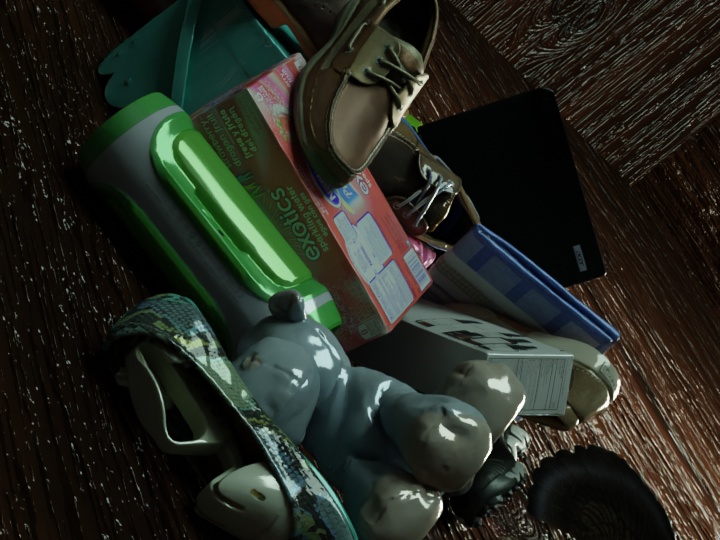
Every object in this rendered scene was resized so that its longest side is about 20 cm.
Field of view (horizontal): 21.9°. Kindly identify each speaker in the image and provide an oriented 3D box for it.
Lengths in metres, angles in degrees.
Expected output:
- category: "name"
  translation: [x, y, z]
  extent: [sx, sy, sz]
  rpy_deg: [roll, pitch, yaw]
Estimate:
- category: "speaker"
  translation: [-0.102, -0.020, 1.249]
  extent: [0.200, 0.088, 0.088]
  rpy_deg: [51, 13, 5]

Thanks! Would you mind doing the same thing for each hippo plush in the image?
- category: "hippo plush"
  translation: [-0.003, 0.078, 1.138]
  extent: [0.161, 0.159, 0.200]
  rpy_deg: [39, 32, 2]

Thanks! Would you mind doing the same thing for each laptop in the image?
- category: "laptop"
  translation: [0.088, -0.061, 1.612]
  extent: [0.200, 0.103, 0.177]
  rpy_deg: [7, -60, 53]

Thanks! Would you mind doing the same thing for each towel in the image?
- category: "towel"
  translation: [0.109, 0.044, 1.483]
  extent: [0.147, 0.024, 0.200]
  rpy_deg: [39, -30, -2]

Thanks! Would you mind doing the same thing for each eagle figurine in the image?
- category: "eagle figurine"
  translation: [0.206, 0.243, 1.454]
  extent: [0.151, 0.152, 0.200]
  rpy_deg: [25, 26, -15]

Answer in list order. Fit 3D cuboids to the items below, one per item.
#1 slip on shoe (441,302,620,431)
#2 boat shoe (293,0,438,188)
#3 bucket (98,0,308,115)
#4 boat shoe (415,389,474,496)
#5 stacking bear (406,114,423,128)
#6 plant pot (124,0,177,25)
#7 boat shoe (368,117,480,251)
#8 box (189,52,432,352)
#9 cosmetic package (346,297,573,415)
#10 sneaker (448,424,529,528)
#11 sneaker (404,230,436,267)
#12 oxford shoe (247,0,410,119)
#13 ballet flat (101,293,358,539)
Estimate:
- category: "slip on shoe"
  translation: [0.108, 0.079, 1.442]
  extent: [0.200, 0.061, 0.076]
  rpy_deg: [17, -36, 42]
- category: "boat shoe"
  translation: [0.008, -0.141, 1.325]
  extent: [0.076, 0.072, 0.200]
  rpy_deg: [46, 40, -29]
- category: "bucket"
  translation: [-0.095, -0.140, 1.481]
  extent: [0.207, 0.135, 0.207]
  rpy_deg: [46, 14, -15]
- category: "boat shoe"
  translation: [0.043, 0.117, 1.395]
  extent: [0.200, 0.073, 0.065]
  rpy_deg: [-129, -141, -77]
- category: "stacking bear"
  translation: [0.041, -0.090, 1.699]
  extent: [0.200, 0.114, 0.121]
  rpy_deg: [28, -3, 7]
- category: "plant pot"
  translation: [-0.173, -0.323, 1.641]
  extent: [0.195, 0.201, 0.201]
  rpy_deg: [55, 12, -15]
- category: "boat shoe"
  translation: [0.043, -0.068, 1.458]
  extent: [0.072, 0.072, 0.200]
  rpy_deg: [40, 6, 34]
- category: "box"
  translation: [-0.047, -0.040, 1.336]
  extent: [0.200, 0.095, 0.103]
  rpy_deg: [59, 28, -9]
- category: "cosmetic package"
  translation: [0.063, 0.060, 1.389]
  extent: [0.083, 0.051, 0.200]
  rpy_deg: [5, 9, -35]
- category: "sneaker"
  translation: [0.082, 0.141, 1.459]
  extent: [0.090, 0.066, 0.200]
  rpy_deg: [44, 12, -1]
- category: "sneaker"
  translation: [0.000, 0.000, 1.486]
  extent: [0.079, 0.095, 0.200]
  rpy_deg: [39, 4, 16]
- category: "oxford shoe"
  translation: [-0.015, -0.190, 1.424]
  extent: [0.200, 0.073, 0.071]
  rpy_deg: [42, 16, -33]
- category: "ballet flat"
  translation: [-0.081, 0.104, 1.053]
  extent: [0.200, 0.074, 0.074]
  rpy_deg: [51, 13, 13]
